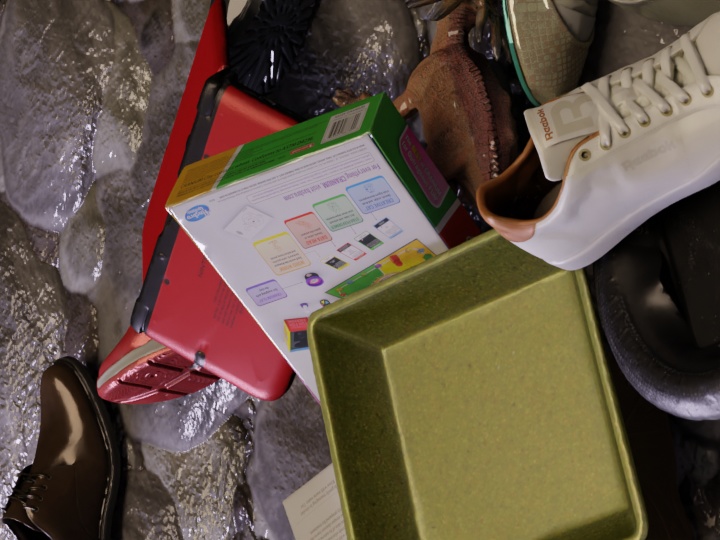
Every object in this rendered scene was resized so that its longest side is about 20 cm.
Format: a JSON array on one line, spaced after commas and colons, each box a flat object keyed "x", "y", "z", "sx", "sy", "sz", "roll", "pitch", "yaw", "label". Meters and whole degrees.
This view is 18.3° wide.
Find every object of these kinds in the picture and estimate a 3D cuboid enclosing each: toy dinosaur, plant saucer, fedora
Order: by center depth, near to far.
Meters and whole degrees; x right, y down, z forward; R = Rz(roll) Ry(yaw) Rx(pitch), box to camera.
[{"x": 0.213, "y": -0.013, "z": 1.187, "sx": 0.200, "sy": 0.091, "sz": 0.201, "roll": -25, "pitch": 58, "yaw": 49, "label": "fedora"}, {"x": 0.073, "y": 0.089, "z": 1.282, "sx": 0.199, "sy": 0.048, "sz": 0.201, "roll": -25, "pitch": 68, "yaw": 34, "label": "plant saucer"}, {"x": 0.065, "y": -0.099, "z": 1.349, "sx": 0.136, "sy": 0.086, "sz": 0.200, "roll": -53, "pitch": 52, "yaw": 48, "label": "toy dinosaur"}]

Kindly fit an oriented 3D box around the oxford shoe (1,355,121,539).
[{"x": -0.232, "y": 0.166, "z": 1.711, "sx": 0.073, "sy": 0.084, "sz": 0.201, "roll": -9, "pitch": 83, "yaw": 50, "label": "oxford shoe"}]

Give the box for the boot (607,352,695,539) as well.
[{"x": 0.117, "y": 0.160, "z": 1.323, "sx": 0.155, "sy": 0.073, "sz": 0.201, "roll": -19, "pitch": 76, "yaw": 47, "label": "boot"}]

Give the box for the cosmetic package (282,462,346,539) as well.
[{"x": 0.037, "y": 0.211, "z": 1.406, "sx": 0.108, "sy": 0.085, "sz": 0.200, "roll": -39, "pitch": 64, "yaw": 42, "label": "cosmetic package"}]

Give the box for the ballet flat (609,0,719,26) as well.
[{"x": 0.119, "y": -0.196, "z": 1.265, "sx": 0.200, "sy": 0.064, "sz": 0.067, "roll": 39, "pitch": 129, "yaw": 13, "label": "ballet flat"}]

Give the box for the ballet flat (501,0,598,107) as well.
[{"x": 0.114, "y": -0.196, "z": 1.325, "sx": 0.062, "sy": 0.067, "sz": 0.201, "roll": -15, "pitch": 81, "yaw": 34, "label": "ballet flat"}]

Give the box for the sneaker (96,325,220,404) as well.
[{"x": -0.122, "y": 0.010, "z": 1.602, "sx": 0.200, "sy": 0.078, "sz": 0.116, "roll": -32, "pitch": 58, "yaw": 31, "label": "sneaker"}]

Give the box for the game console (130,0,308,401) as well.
[{"x": -0.075, "y": -0.047, "z": 1.473, "sx": 0.172, "sy": 0.119, "sz": 0.200, "roll": 28, "pitch": 123, "yaw": 13, "label": "game console"}]

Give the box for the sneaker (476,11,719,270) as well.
[{"x": 0.140, "y": -0.074, "z": 1.154, "sx": 0.200, "sy": 0.085, "sz": 0.073, "roll": -45, "pitch": 43, "yaw": 30, "label": "sneaker"}]

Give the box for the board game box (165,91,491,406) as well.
[{"x": 0.000, "y": 0.000, "z": 1.352, "sx": 0.153, "sy": 0.200, "sz": 0.040, "roll": -17, "pitch": 33, "yaw": 30, "label": "board game box"}]

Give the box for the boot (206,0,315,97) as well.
[{"x": -0.114, "y": -0.224, "z": 1.575, "sx": 0.200, "sy": 0.066, "sz": 0.165, "roll": 45, "pitch": 115, "yaw": 34, "label": "boot"}]
